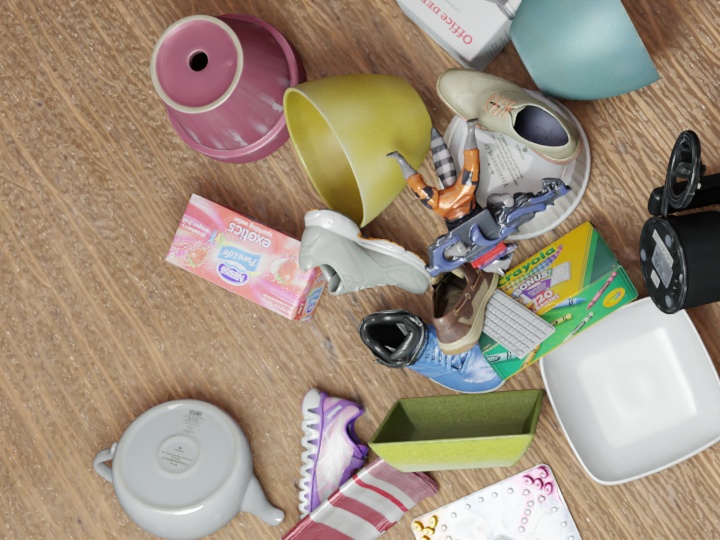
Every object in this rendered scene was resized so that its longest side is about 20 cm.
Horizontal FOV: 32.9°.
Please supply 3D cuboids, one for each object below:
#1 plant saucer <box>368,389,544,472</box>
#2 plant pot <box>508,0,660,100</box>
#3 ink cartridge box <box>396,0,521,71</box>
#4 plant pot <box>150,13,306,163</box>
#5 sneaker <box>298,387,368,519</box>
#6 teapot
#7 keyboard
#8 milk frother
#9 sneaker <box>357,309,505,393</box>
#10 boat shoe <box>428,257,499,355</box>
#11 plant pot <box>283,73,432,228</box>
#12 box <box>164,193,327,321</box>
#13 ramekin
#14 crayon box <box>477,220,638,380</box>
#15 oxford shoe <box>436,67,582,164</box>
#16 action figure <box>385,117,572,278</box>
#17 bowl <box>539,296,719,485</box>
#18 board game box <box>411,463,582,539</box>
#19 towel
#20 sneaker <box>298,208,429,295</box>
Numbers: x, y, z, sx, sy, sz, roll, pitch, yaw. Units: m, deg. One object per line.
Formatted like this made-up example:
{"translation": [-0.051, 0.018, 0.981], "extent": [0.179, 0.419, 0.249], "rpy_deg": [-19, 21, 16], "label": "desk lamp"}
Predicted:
{"translation": [0.126, 0.201, 1.505], "extent": [0.198, 0.200, 0.048], "rpy_deg": [-5, 99, 13], "label": "plant saucer"}
{"translation": [0.263, -0.291, 1.506], "extent": [0.134, 0.200, 0.201], "rpy_deg": [-28, 80, 15], "label": "plant pot"}
{"translation": [0.162, -0.382, 1.592], "extent": [0.145, 0.084, 0.200], "rpy_deg": [43, 96, 12], "label": "ink cartridge box"}
{"translation": [-0.187, -0.254, 1.618], "extent": [0.198, 0.179, 0.202], "rpy_deg": [-1, 86, 14], "label": "plant pot"}
{"translation": [-0.033, 0.256, 1.598], "extent": [0.088, 0.080, 0.202], "rpy_deg": [1, 85, 6], "label": "sneaker"}
{"translation": [-0.233, 0.278, 1.612], "extent": [0.196, 0.147, 0.200], "rpy_deg": [-26, 57, -15], "label": "teapot"}
{"translation": [0.168, 0.054, 1.501], "extent": [0.056, 0.200, 0.011], "rpy_deg": [-42, 120, -5], "label": "keyboard"}
{"translation": [0.438, -0.066, 1.423], "extent": [0.186, 0.200, 0.182], "rpy_deg": [-10, 67, -12], "label": "milk frother"}
{"translation": [0.090, 0.105, 1.558], "extent": [0.199, 0.111, 0.077], "rpy_deg": [23, 91, 14], "label": "sneaker"}
{"translation": [0.122, 0.014, 1.523], "extent": [0.072, 0.201, 0.072], "rpy_deg": [-15, 124, 30], "label": "boat shoe"}
{"translation": [0.009, -0.175, 1.575], "extent": [0.141, 0.200, 0.201], "rpy_deg": [-30, 79, -16], "label": "plant pot"}
{"translation": [-0.146, -0.016, 1.632], "extent": [0.199, 0.095, 0.103], "rpy_deg": [25, 92, 14], "label": "box"}
{"translation": [0.193, -0.142, 1.561], "extent": [0.200, 0.094, 0.204], "rpy_deg": [-1, 85, 13], "label": "ramekin"}
{"translation": [0.233, 0.037, 1.523], "extent": [0.199, 0.119, 0.058], "rpy_deg": [-34, 120, 9], "label": "crayon box"}
{"translation": [0.180, -0.199, 1.482], "extent": [0.199, 0.074, 0.071], "rpy_deg": [27, 92, 14], "label": "oxford shoe"}
{"translation": [0.148, -0.088, 1.484], "extent": [0.199, 0.105, 0.195], "rpy_deg": [-24, 104, 1], "label": "action figure"}
{"translation": [0.340, 0.149, 1.515], "extent": [0.199, 0.075, 0.201], "rpy_deg": [-25, 80, 10], "label": "bowl"}
{"translation": [0.189, 0.378, 1.558], "extent": [0.199, 0.026, 0.201], "rpy_deg": [-25, 80, 11], "label": "board game box"}
{"translation": [-0.005, 0.314, 1.552], "extent": [0.200, 0.144, 0.023], "rpy_deg": [-41, 52, 8], "label": "towel"}
{"translation": [0.000, 0.000, 1.564], "extent": [0.199, 0.076, 0.093], "rpy_deg": [26, 73, -26], "label": "sneaker"}
